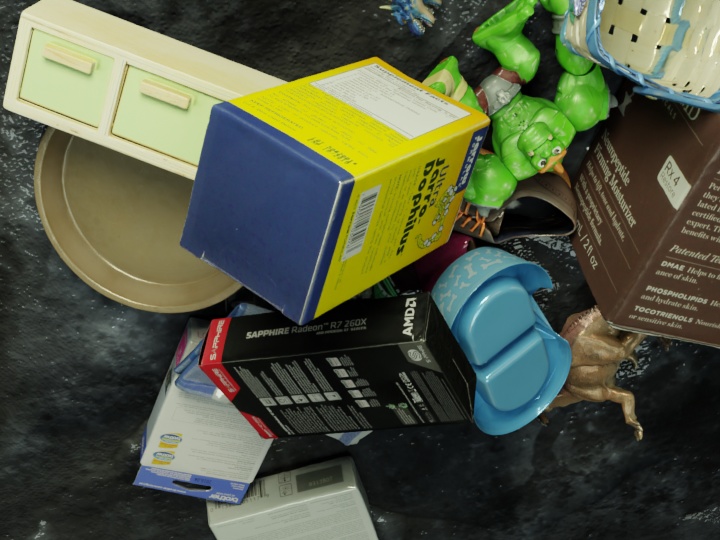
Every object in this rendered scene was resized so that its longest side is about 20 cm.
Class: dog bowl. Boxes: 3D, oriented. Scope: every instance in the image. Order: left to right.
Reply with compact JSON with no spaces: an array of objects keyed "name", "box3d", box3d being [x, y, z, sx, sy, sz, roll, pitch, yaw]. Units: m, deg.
[{"name":"dog bowl","box3d":[0.119,0.060,1.042,0.111,0.050,0.201,-36,135,-11]}]

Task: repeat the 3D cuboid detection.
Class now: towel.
[{"name":"towel","box3d":[-0.052,0.097,1.063,0.198,0.024,0.147,22,139,-25]}]

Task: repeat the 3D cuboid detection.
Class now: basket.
[{"name":"basket","box3d":[0.226,-0.195,0.806,0.138,0.200,0.178,16,93,-24]}]

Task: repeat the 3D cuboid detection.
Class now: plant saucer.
[{"name":"plant saucer","box3d":[-0.163,-0.061,0.952,0.198,0.030,0.202,4,116,7]}]

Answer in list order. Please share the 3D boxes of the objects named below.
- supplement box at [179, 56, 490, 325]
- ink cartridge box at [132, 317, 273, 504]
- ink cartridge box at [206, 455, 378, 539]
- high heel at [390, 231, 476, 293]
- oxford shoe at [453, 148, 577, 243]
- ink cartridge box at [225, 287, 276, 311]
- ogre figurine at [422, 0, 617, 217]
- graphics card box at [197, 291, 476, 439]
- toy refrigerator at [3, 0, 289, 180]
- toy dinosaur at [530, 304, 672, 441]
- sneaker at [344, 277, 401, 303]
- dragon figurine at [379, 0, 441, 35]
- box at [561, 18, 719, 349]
[{"name":"supplement box","box3d":[-0.013,-0.062,0.825,0.108,0.199,0.110,31,122,22]},{"name":"ink cartridge box","box3d":[-0.138,0.139,1.146,0.118,0.042,0.201,13,123,-20]},{"name":"ink cartridge box","box3d":[-0.062,0.291,1.283,0.161,0.057,0.201,-15,138,3]},{"name":"high heel","box3d":[0.103,0.044,1.072,0.095,0.068,0.200,-9,136,42]},{"name":"oxford shoe","box3d":[0.089,-0.064,0.997,0.197,0.073,0.072,1,129,-10]},{"name":"ink cartridge box","box3d":[-0.068,-0.052,1.005,0.098,0.039,0.202,-2,128,-7]},{"name":"ogre figurine","box3d":[0.118,-0.131,0.934,0.200,0.098,0.120,-46,108,-10]},{"name":"graphics card box","box3d":[-0.016,0.082,0.972,0.198,0.051,0.126,-7,140,24]},{"name":"toy refrigerator","box3d":[-0.151,-0.125,0.867,0.198,0.070,0.077,21,116,-1]},{"name":"toy dinosaur","box3d":[0.211,0.082,1.133,0.134,0.086,0.202,7,122,-6]},{"name":"sneaker","box3d":[0.000,0.000,0.990,0.077,0.086,0.200,-2,159,13]},{"name":"dragon figurine","box3d":[0.029,-0.259,0.838,0.099,0.059,0.200,-27,129,12]},{"name":"box","box3d":[0.289,-0.066,0.968,0.162,0.167,0.201,11,126,-17]}]
